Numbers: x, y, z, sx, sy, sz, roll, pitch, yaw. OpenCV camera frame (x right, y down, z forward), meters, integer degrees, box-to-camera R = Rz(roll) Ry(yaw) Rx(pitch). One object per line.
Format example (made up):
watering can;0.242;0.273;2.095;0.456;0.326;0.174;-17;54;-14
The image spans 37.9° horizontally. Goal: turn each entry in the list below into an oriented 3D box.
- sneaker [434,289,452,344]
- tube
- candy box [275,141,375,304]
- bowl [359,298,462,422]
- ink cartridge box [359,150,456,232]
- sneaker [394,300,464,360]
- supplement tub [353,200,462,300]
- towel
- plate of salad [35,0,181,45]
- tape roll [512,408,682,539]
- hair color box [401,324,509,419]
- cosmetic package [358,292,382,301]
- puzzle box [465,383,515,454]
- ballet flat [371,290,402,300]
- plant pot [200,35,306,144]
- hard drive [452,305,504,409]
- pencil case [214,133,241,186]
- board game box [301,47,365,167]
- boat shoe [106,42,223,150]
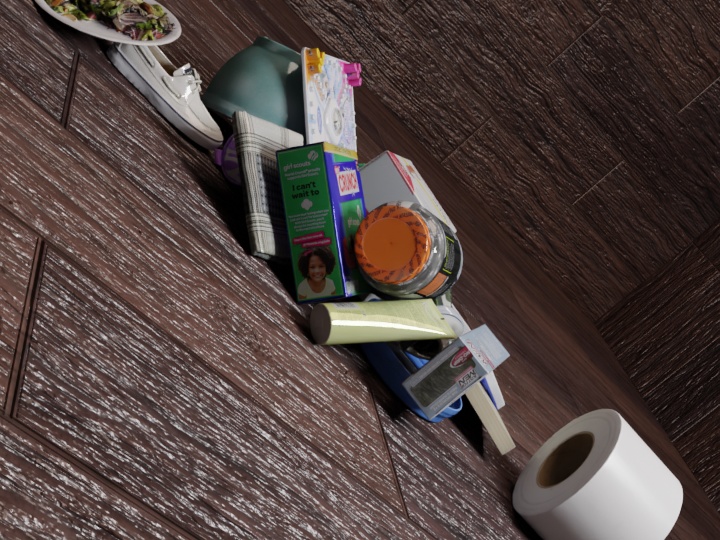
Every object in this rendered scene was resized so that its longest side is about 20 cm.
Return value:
sneaker;0.097;0.069;1.598;0.077;0.088;0.202;-77;164;-68
tube;0.031;0.066;1.336;0.198;0.052;0.059;-2;83;-35
candy box;-0.042;-0.063;1.407;0.169;0.076;0.202;-10;90;-75
bowl;0.064;0.129;1.485;0.201;0.039;0.201;46;13;-14
ink cartridge box;0.066;-0.097;1.614;0.146;0.083;0.200;57;11;6
sneaker;0.092;0.092;1.468;0.199;0.073;0.071;10;49;-56
supplement tub;0.063;-0.024;1.395;0.123;0.122;0.200;52;8;14
towel;-0.105;-0.103;1.412;0.200;0.034;0.195;16;63;-68
plate of salad;-0.330;-0.352;1.380;0.198;0.048;0.201;18;29;-10
tape roll;0.333;0.316;1.486;0.139;0.202;0.203;47;13;-9
hair color box;0.130;0.130;1.390;0.061;0.099;0.200;51;13;8
cosmetic package;0.012;-0.033;1.672;0.107;0.085;0.201;26;25;-55
puzzle box;0.179;0.192;1.610;0.134;0.025;0.200;58;3;-8
ballet flat;0.000;0.000;1.557;0.199;0.068;0.067;33;-23;23
plant pot;-0.132;-0.275;1.613;0.199;0.135;0.200;25;4;-2
hard drive;0.181;0.138;1.739;0.132;0.025;0.200;56;-3;35
pencil case;-0.132;-0.145;1.538;0.200;0.085;0.085;20;69;-65
board game box;-0.035;-0.227;1.600;0.200;0.026;0.202;-11;97;-70
boat shoe;-0.254;-0.254;1.448;0.200;0.070;0.071;45;14;-15
